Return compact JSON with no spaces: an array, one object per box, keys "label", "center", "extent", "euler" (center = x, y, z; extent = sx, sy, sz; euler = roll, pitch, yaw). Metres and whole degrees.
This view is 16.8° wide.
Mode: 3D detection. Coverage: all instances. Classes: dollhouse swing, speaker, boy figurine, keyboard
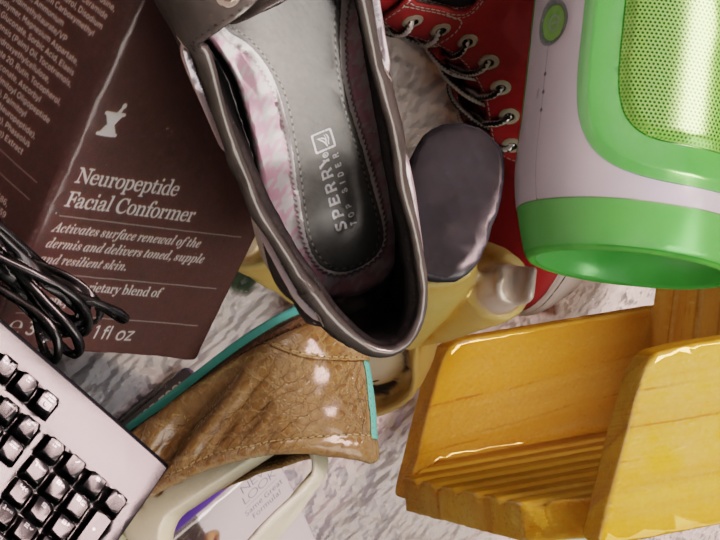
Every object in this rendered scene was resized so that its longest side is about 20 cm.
[{"label":"dollhouse swing","center":[0.113,0.001,0.970],"extent":[0.181,0.200,0.177],"euler":[-8,94,-20]},{"label":"speaker","center":[0.102,-0.098,0.825],"extent":[0.088,0.088,0.201],"euler":[19,75,-53]},{"label":"boy figurine","center":[0.000,0.000,0.894],"extent":[0.200,0.124,0.065],"euler":[107,-4,-70]},{"label":"keyboard","center":[-0.136,0.007,0.695],"extent":[0.200,0.040,0.104],"euler":[42,57,-15]}]

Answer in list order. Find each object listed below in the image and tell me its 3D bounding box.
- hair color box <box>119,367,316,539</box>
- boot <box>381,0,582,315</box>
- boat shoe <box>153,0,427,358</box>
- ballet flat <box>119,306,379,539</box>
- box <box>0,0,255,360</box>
[{"label":"hair color box","center":[-0.067,0.142,0.981],"extent":[0.109,0.065,0.200],"euler":[-40,142,-14]},{"label":"boot","center":[0.040,-0.070,0.905],"extent":[0.144,0.072,0.201],"euler":[-12,122,-41]},{"label":"boat shoe","center":[-0.018,-0.061,0.715],"extent":[0.067,0.057,0.201],"euler":[-25,125,-10]},{"label":"ballet flat","center":[-0.077,0.087,0.846],"extent":[0.199,0.073,0.068],"euler":[-29,167,12]},{"label":"box","center":[-0.065,-0.073,0.781],"extent":[0.100,0.075,0.201],"euler":[5,115,-49]}]
